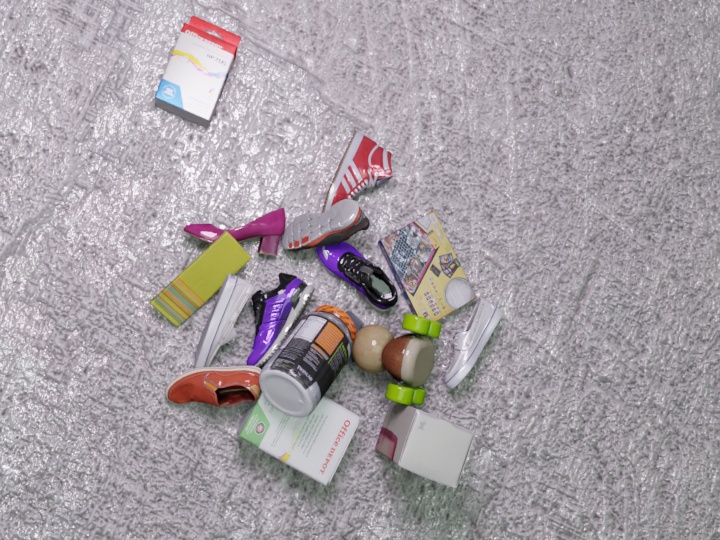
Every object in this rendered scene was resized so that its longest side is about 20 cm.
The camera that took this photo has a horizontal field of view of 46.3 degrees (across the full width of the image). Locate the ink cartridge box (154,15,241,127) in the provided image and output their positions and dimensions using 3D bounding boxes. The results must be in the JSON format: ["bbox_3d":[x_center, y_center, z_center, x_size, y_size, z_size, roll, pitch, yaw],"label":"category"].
[{"bbox_3d":[-0.316,-0.401,1.655,0.114,0.067,0.204,20,82,-10],"label":"ink cartridge box"}]

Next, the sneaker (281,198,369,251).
[{"bbox_3d":[-0.067,-0.070,1.650,0.082,0.197,0.079,37,48,-43],"label":"sneaker"}]

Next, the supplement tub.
[{"bbox_3d":[-0.093,0.164,1.571,0.122,0.122,0.201,44,47,-6],"label":"supplement tub"}]

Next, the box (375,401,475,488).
[{"bbox_3d":[0.120,0.331,1.627,0.126,0.200,0.111,23,83,-9],"label":"box"}]

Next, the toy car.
[{"bbox_3d":[0.040,0.159,1.669,0.196,0.157,0.168,13,86,22],"label":"toy car"}]

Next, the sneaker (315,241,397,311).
[{"bbox_3d":[0.001,0.000,1.675,0.199,0.099,0.070,39,79,-4],"label":"sneaker"}]

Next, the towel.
[{"bbox_3d":[-0.306,0.017,1.616,0.200,0.018,0.086,-43,131,-1],"label":"towel"}]

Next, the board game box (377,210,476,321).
[{"bbox_3d":[0.137,-0.002,1.740,0.134,0.035,0.203,-27,92,-13],"label":"board game box"}]

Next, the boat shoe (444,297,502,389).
[{"bbox_3d":[0.217,0.148,1.735,0.065,0.074,0.202,35,70,-3],"label":"boat shoe"}]

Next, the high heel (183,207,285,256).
[{"bbox_3d":[-0.244,-0.093,1.647,0.196,0.067,0.098,11,93,-26],"label":"high heel"}]

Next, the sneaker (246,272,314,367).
[{"bbox_3d":[-0.180,0.093,1.646,0.099,0.070,0.202,33,78,2],"label":"sneaker"}]

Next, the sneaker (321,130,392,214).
[{"bbox_3d":[-0.002,-0.171,1.704,0.111,0.071,0.203,24,79,-6],"label":"sneaker"}]

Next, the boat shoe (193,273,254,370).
[{"bbox_3d":[-0.263,0.110,1.621,0.065,0.072,0.204,22,89,-15],"label":"boat shoe"}]

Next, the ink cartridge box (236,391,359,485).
[{"bbox_3d":[-0.121,0.301,1.636,0.198,0.084,0.147,30,80,-8],"label":"ink cartridge box"}]

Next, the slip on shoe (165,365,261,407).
[{"bbox_3d":[-0.278,0.226,1.591,0.195,0.062,0.075,-7,132,8],"label":"slip on shoe"}]
